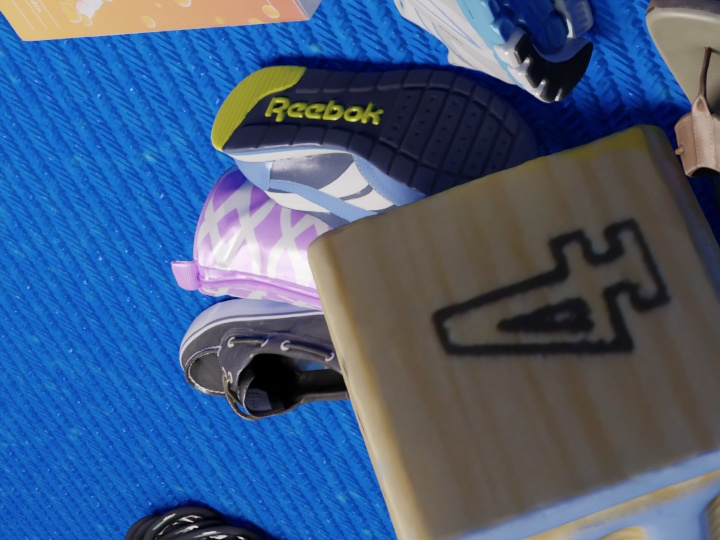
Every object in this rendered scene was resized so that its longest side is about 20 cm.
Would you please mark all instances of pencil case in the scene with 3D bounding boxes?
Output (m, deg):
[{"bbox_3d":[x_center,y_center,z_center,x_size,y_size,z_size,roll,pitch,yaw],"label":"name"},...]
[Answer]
[{"bbox_3d":[0.000,0.000,1.448,0.199,0.086,0.084,15,147,25],"label":"pencil case"}]

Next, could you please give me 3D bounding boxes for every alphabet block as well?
[{"bbox_3d":[0.102,0.082,1.281,0.195,0.201,0.196,-18,141,-3],"label":"alphabet block"}]

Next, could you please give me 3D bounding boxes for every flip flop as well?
[{"bbox_3d":[0.185,-0.057,1.236,0.081,0.058,0.201,11,144,29],"label":"flip flop"}]

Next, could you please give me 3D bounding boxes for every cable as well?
[{"bbox_3d":[-0.080,0.241,1.910,0.199,0.051,0.164,20,143,21],"label":"cable"}]

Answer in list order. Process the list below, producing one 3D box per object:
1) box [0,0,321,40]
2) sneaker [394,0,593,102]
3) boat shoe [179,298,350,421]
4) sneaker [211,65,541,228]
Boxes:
[{"bbox_3d":[-0.107,-0.193,1.247,0.199,0.098,0.125,0,138,39],"label":"box"},{"bbox_3d":[0.034,-0.157,1.209,0.086,0.075,0.201,11,144,39],"label":"sneaker"},{"bbox_3d":[-0.053,0.062,1.599,0.199,0.066,0.070,-7,133,45],"label":"boat shoe"},{"bbox_3d":[0.017,-0.059,1.367,0.199,0.074,0.082,13,150,36],"label":"sneaker"}]
